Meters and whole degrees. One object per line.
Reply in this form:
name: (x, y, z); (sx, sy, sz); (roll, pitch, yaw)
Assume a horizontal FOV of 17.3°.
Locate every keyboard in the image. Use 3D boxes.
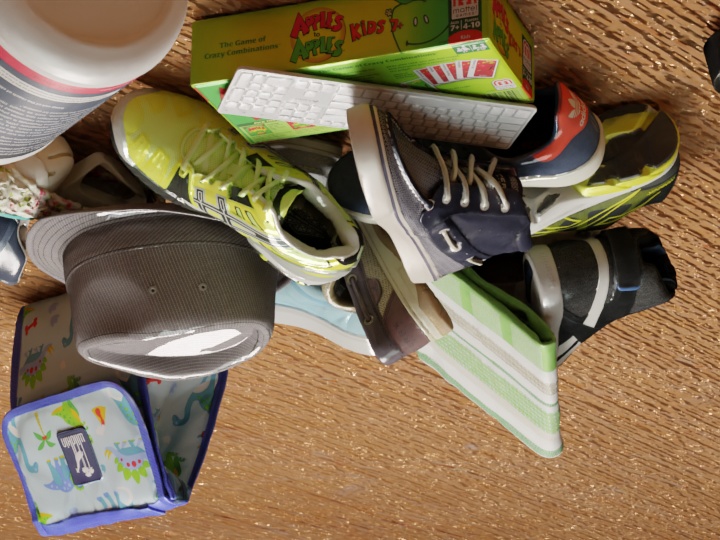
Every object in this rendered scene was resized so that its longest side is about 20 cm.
keyboard: (0.011, -0.104, 1.515); (0.199, 0.011, 0.056); (6, 159, -16)

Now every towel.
towel: (0.096, 0.053, 1.760); (0.149, 0.031, 0.200); (38, 161, 22)

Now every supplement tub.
supplement tub: (-0.202, -0.144, 1.360); (0.140, 0.141, 0.200); (13, 156, -32)

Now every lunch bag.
lunch bag: (-0.206, 0.113, 1.970); (0.170, 0.201, 0.127); (-17, 154, 40)

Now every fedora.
fedora: (-0.140, 0.022, 1.696); (0.199, 0.091, 0.177); (1, 157, -9)

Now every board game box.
board game box: (0.002, -0.134, 1.518); (0.199, 0.048, 0.102); (-7, 158, 19)

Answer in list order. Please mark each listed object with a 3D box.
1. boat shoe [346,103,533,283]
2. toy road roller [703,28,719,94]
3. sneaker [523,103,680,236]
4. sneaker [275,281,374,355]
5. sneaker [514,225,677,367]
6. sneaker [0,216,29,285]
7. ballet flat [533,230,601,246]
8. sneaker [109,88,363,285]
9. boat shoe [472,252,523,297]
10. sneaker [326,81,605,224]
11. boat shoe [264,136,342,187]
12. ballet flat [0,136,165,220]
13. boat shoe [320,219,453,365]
boat shoe: (0.055, -0.059, 1.533); (0.092, 0.075, 0.200); (-15, 156, 9)
toy road roller: (0.322, -0.093, 1.531); (0.146, 0.123, 0.200); (-20, 153, 20)
sneaker: (0.136, -0.049, 1.667); (0.199, 0.075, 0.085); (-16, 152, 13)
sneaker: (-0.042, -0.003, 1.824); (0.199, 0.074, 0.082); (16, 131, 33)
sneaker: (0.177, 0.023, 1.742); (0.111, 0.073, 0.200); (-13, 166, -3)
sneaker: (-0.333, -0.022, 1.783); (0.146, 0.077, 0.202); (19, 152, -35)
ballet flat: (0.089, -0.050, 1.722); (0.199, 0.072, 0.072); (4, 160, -7)
sneaker: (-0.077, -0.064, 1.606); (0.200, 0.076, 0.076); (32, 163, -16)
boat shoe: (0.087, -0.002, 1.850); (0.199, 0.072, 0.060); (5, 140, 6)
sneaker: (0.062, -0.090, 1.614); (0.199, 0.075, 0.085); (-14, 149, 16)
boat shoe: (-0.071, -0.044, 1.736); (0.074, 0.065, 0.202); (10, 157, -26)
ballet flat: (-0.216, -0.066, 1.703); (0.064, 0.076, 0.200); (-45, 145, 19)
boat shoe: (0.000, 0.000, 1.696); (0.065, 0.200, 0.072); (-35, 129, -2)
